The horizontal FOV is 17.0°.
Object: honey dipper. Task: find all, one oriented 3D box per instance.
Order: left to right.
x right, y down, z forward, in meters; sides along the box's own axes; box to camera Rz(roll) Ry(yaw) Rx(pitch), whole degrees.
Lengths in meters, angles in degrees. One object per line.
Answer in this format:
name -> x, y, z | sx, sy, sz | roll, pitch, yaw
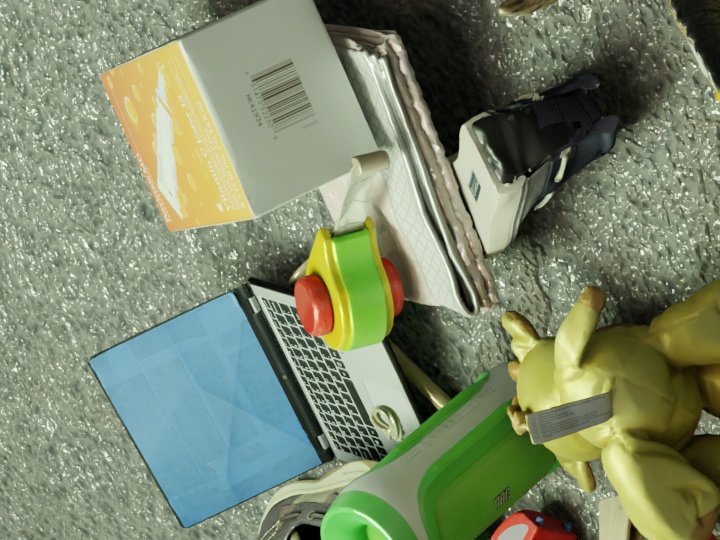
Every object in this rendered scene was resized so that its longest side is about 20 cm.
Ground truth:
honey dipper -> 0.030, 0.066, 1.726 | 0.200, 0.038, 0.038 | 44, 140, 9

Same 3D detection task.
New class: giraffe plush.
giraffe plush -> 0.166, 0.084, 1.520 | 0.162, 0.199, 0.173 | -179, 92, -71

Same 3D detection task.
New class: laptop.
laptop -> -0.061, 0.114, 1.753 | 0.200, 0.116, 0.188 | 16, 143, 41

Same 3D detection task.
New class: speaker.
speaker -> 0.064, 0.137, 1.612 | 0.088, 0.200, 0.089 | 25, 133, 30

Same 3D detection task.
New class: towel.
towel -> 0.010, -0.068, 1.605 | 0.191, 0.032, 0.201 | 16, 130, 66

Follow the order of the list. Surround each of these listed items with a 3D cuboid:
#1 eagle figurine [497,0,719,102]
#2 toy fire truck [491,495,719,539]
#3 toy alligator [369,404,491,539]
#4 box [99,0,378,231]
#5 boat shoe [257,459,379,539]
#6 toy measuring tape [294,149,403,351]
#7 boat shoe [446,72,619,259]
eagle figurine -> 0.202, -0.149, 1.319 | 0.151, 0.152, 0.200 | 37, 176, -41
toy fire truck -> 0.172, 0.206, 1.647 | 0.200, 0.049, 0.141 | 43, 109, 47
toy alligator -> 0.059, 0.162, 1.731 | 0.059, 0.054, 0.200 | 13, 134, 43
box -> -0.084, -0.104, 1.605 | 0.125, 0.097, 0.200 | 66, 161, -6
boat shoe -> -0.028, 0.193, 1.742 | 0.072, 0.065, 0.200 | 40, 146, -13
toy measuring tape -> 0.000, 0.000, 1.575 | 0.074, 0.074, 0.200 | 43, 151, 13
boat shoe -> 0.109, -0.066, 1.527 | 0.200, 0.092, 0.075 | 117, 128, -80
